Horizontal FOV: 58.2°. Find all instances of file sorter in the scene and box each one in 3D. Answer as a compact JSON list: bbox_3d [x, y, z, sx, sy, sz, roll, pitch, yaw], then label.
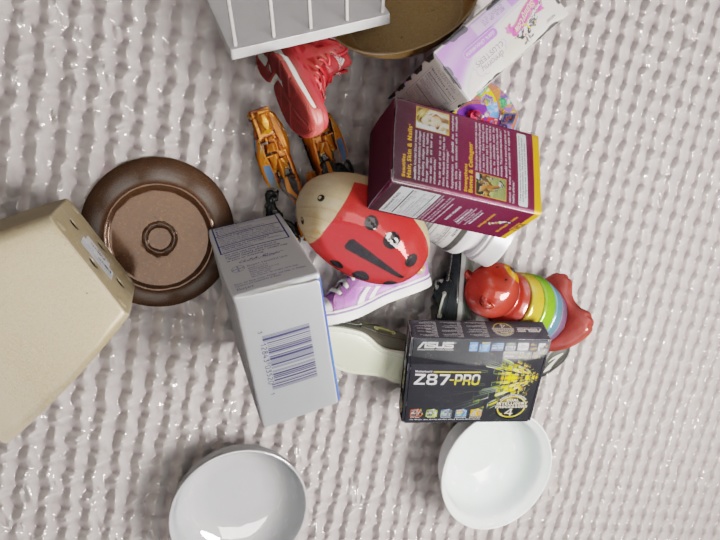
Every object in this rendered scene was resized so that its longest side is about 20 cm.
[{"bbox_3d":[-0.081,-0.358,0.752,0.198,0.140,0.125,-18,144,-13],"label":"file sorter"}]

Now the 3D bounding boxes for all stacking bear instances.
[{"bbox_3d":[0.234,0.047,0.966,0.199,0.122,0.114,22,126,-38],"label":"stacking bear"}]

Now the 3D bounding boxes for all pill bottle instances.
[{"bbox_3d":[0.114,-0.096,0.897,0.199,0.114,0.115,29,93,-10],"label":"pill bottle"}]

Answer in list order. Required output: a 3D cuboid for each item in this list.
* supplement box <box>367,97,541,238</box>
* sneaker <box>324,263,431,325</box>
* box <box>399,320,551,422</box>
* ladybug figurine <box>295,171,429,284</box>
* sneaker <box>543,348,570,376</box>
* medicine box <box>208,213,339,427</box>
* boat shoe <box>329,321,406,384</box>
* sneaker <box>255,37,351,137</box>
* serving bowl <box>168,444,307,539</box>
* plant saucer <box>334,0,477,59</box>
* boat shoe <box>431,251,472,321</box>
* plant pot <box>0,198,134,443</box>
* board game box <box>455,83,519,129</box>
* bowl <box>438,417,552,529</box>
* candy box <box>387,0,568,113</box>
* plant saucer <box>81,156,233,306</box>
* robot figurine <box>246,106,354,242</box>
[{"bbox_3d":[0.114,-0.120,0.793,0.198,0.086,0.112,10,68,-18],"label":"supplement box"},{"bbox_3d":[0.000,0.000,0.931,0.199,0.072,0.116,-23,105,-22],"label":"sneaker"},{"bbox_3d":[0.160,0.148,0.937,0.197,0.049,0.163,1,121,-4],"label":"box"},{"bbox_3d":[0.006,-0.044,0.836,0.199,0.072,0.136,28,123,-17],"label":"ladybug figurine"},{"bbox_3d":[0.262,0.171,1.045,0.199,0.084,0.077,-30,111,-9],"label":"sneaker"},{"bbox_3d":[-0.111,0.054,0.815,0.102,0.200,0.184,-15,119,-13],"label":"medicine box"},{"bbox_3d":[0.016,0.115,0.964,0.200,0.061,0.072,20,119,-21],"label":"boat shoe"},{"bbox_3d":[-0.051,-0.244,0.791,0.114,0.201,0.079,-16,144,-18],"label":"sneaker"},{"bbox_3d":[-0.181,0.341,0.952,0.198,0.066,0.203,-4,104,-18],"label":"serving bowl"},{"bbox_3d":[0.055,-0.333,0.821,0.199,0.200,0.036,-37,146,-6],"label":"plant saucer"},{"bbox_3d":[0.136,0.044,0.983,0.060,0.075,0.203,3,87,22],"label":"boat shoe"},{"bbox_3d":[-0.373,0.030,0.738,0.176,0.200,0.201,-34,111,-6],"label":"plant pot"},{"bbox_3d":[0.157,-0.182,0.948,0.156,0.039,0.202,14,98,-21],"label":"board game box"},{"bbox_3d":[0.204,0.306,1.056,0.199,0.090,0.204,-4,104,-16],"label":"bowl"},{"bbox_3d":[0.140,-0.268,0.825,0.167,0.200,0.072,-41,98,-10],"label":"candy box"},{"bbox_3d":[-0.263,-0.045,0.848,0.198,0.037,0.203,-5,105,-18],"label":"plant saucer"},{"bbox_3d":[-0.073,-0.131,0.876,0.144,0.058,0.202,-23,108,-10],"label":"robot figurine"}]
